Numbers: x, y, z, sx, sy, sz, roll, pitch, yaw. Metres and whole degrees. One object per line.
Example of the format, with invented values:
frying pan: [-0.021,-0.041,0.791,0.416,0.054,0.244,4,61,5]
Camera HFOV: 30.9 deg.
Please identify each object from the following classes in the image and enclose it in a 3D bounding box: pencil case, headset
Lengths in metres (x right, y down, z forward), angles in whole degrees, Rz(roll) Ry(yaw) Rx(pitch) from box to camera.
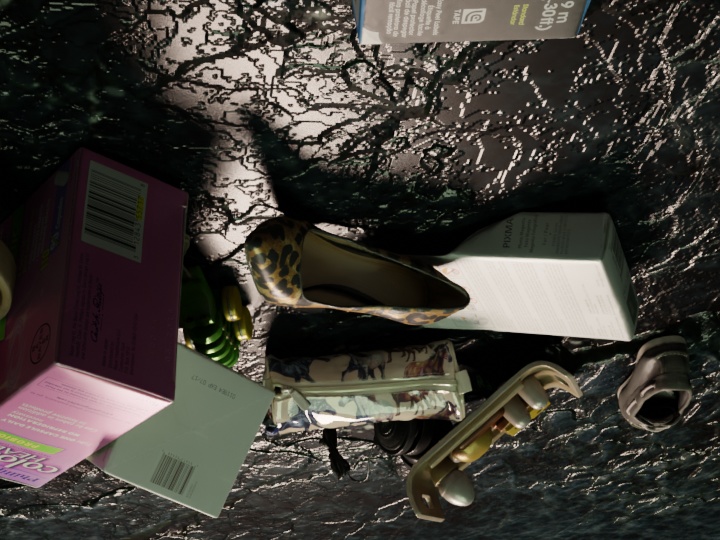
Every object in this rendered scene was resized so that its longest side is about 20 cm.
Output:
pencil case: [0.005,0.111,1.237,0.197,0.079,0.089,-5,-174,1]
headset: [0.051,0.158,1.367,0.199,0.095,0.123,-32,145,14]

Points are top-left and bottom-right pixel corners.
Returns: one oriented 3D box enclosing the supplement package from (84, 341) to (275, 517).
supplement package: [-0.179,0.107,1.066,0.113,0.110,0.199,30,172,-32]

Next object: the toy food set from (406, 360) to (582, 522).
toy food set: [0.137,0.174,1.295,0.200,0.061,0.143,-41,161,3]

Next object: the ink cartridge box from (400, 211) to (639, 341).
ink cartridge box: [0.130,0.005,1.128,0.198,0.058,0.163,6,157,24]

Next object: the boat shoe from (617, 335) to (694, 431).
boat shoe: [0.307,0.135,1.353,0.066,0.058,0.201,-6,151,2]

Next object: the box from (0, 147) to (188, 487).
box: [-0.226,0.040,0.975,0.096,0.178,0.199,22,142,-33]

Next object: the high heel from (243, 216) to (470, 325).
high heel: [0.000,0.000,1.021,0.141,0.072,0.200,4,170,21]

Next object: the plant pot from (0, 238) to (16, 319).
plant pot: [-0.335,-0.035,0.904,0.198,0.094,0.201,2,153,1]

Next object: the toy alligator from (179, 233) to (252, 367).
toy alligator: [-0.134,0.038,1.116,0.059,0.055,0.201,-9,151,6]

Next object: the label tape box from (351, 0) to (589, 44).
label tape box: [0.096,-0.197,0.724,0.197,0.067,0.144,-1,151,-4]
